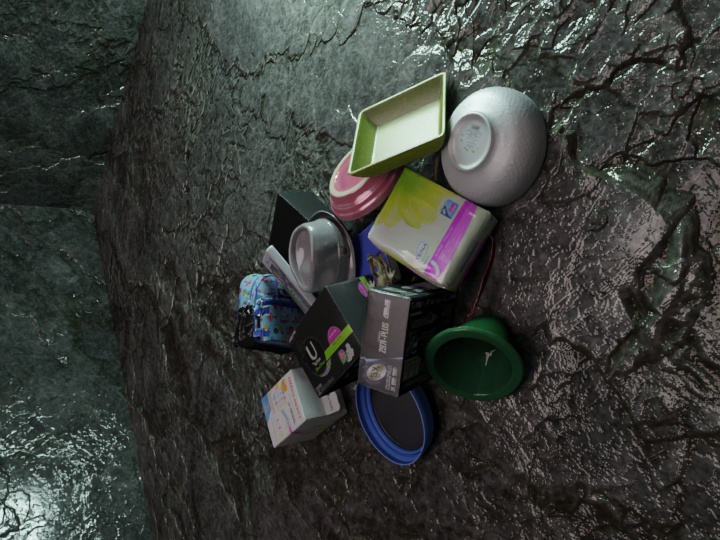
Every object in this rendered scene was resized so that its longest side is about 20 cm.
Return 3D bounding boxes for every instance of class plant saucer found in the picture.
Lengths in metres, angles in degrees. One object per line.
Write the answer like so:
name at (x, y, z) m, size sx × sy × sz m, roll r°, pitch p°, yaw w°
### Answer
plant saucer at (0.080, -0.262, 1.020) m, size 0.196 × 0.048 × 0.203 m, roll -17°, pitch 44°, yaw 27°
plant saucer at (0.005, -0.199, 1.121) m, size 0.198 × 0.051 × 0.203 m, roll -31°, pitch 38°, yaw 27°

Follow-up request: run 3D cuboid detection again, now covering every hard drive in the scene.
hard drive at (0.000, 0.000, 1.155) m, size 0.199 × 0.025 × 0.135 m, roll -38°, pitch 61°, yaw 44°

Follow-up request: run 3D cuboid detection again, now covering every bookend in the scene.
bookend at (-0.132, -0.062, 1.334) m, size 0.199 × 0.091 × 0.202 m, roll 41°, pitch 129°, yaw 34°

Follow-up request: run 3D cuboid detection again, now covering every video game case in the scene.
video game case at (-0.159, 0.038, 1.282) m, size 0.201 × 0.023 × 0.182 m, roll 50°, pitch 166°, yaw -3°

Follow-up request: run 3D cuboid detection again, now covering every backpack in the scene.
backpack at (-0.226, 0.101, 1.394) m, size 0.133 × 0.181 × 0.205 m, roll -20°, pitch 63°, yaw 40°

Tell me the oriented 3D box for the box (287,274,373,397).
box at (-0.034, 0.134, 1.101) m, size 0.150 × 0.123 × 0.201 m, roll 56°, pitch 134°, yaw 19°

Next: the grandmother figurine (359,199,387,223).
grandmother figurine at (0.018, -0.164, 1.178) m, size 0.199 × 0.060 × 0.123 m, roll 22°, pitch 86°, yaw 52°

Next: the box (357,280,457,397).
box at (0.088, 0.112, 0.963) m, size 0.085 × 0.198 × 0.168 m, roll 11°, pitch 100°, yaw 31°

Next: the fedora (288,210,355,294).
fedora at (-0.094, -0.023, 1.158) m, size 0.175 × 0.089 × 0.205 m, roll 9°, pitch 104°, yaw 47°

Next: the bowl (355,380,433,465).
bowl at (0.068, 0.287, 1.094) m, size 0.199 × 0.039 × 0.206 m, roll 20°, pitch 117°, yaw 45°

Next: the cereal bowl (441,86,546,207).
cereal bowl at (0.208, -0.211, 0.917) m, size 0.198 × 0.082 × 0.206 m, roll 0°, pitch 90°, yaw 52°

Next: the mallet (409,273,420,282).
mallet at (0.116, -0.010, 1.070) m, size 0.201 × 0.040 × 0.067 m, roll -56°, pitch 51°, yaw 40°

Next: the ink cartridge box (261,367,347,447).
ink cartridge box at (-0.134, 0.320, 1.307) m, size 0.200 × 0.123 × 0.131 m, roll -48°, pitch 55°, yaw 40°

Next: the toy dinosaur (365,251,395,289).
toy dinosaur at (0.046, 0.039, 1.010) m, size 0.057 × 0.102 × 0.204 m, roll -12°, pitch 59°, yaw 7°

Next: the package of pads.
package of pads at (0.123, -0.071, 0.973) m, size 0.199 × 0.068 × 0.156 m, roll 35°, pitch 97°, yaw 33°

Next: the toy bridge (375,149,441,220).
toy bridge at (0.106, -0.159, 1.056) m, size 0.067 × 0.027 × 0.202 m, roll 34°, pitch 106°, yaw 3°

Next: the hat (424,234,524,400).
hat at (0.217, 0.097, 0.943) m, size 0.201 × 0.164 × 0.177 m, roll -51°, pitch 8°, yaw 45°
